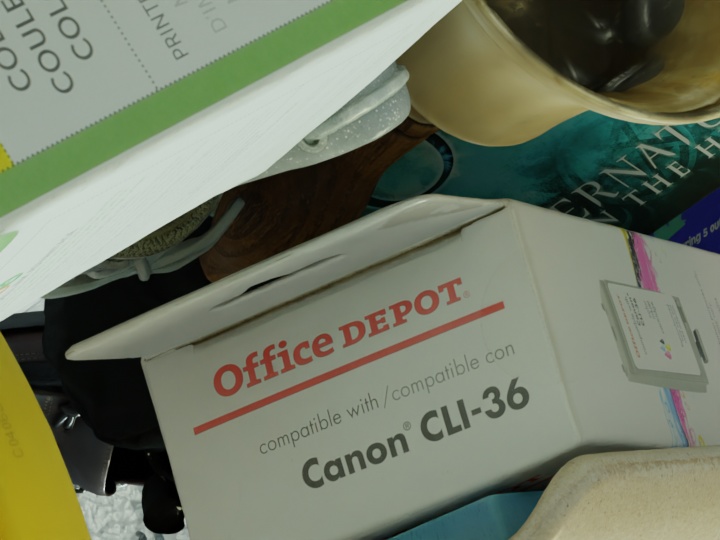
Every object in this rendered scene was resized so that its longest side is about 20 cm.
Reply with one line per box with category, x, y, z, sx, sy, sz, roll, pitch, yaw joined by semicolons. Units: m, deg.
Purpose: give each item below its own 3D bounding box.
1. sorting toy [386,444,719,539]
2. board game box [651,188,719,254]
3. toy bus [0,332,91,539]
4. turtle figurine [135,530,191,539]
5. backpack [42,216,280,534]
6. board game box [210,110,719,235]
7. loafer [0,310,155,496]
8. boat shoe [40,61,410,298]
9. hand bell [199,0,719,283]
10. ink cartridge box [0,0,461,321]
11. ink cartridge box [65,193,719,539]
sorting toy;0.031;0.090;0.792;0.200;0.037;0.185;-33;160;33
board game box;0.143;-0.086;1.046;0.045;0.201;0.152;19;146;-27
toy bus;-0.180;0.085;0.603;0.199;0.136;0.192;-32;166;25
turtle figurine;-0.012;0.139;0.967;0.100;0.150;0.201;-19;-143;18
backpack;0.000;0.000;0.992;0.167;0.127;0.200;-42;154;17
board game box;0.046;-0.058;0.799;0.200;0.135;0.028;-37;-143;34
loafer;-0.081;0.055;1.097;0.198;0.063;0.072;-2;146;0
boat shoe;-0.049;-0.029;0.729;0.074;0.065;0.202;-33;178;-33
hand bell;0.009;-0.042;0.750;0.104;0.104;0.200;-33;176;-40
ink cartridge box;-0.076;-0.022;0.517;0.200;0.059;0.104;-33;177;-38
ink cartridge box;0.025;0.037;0.781;0.116;0.068;0.200;-24;163;26
